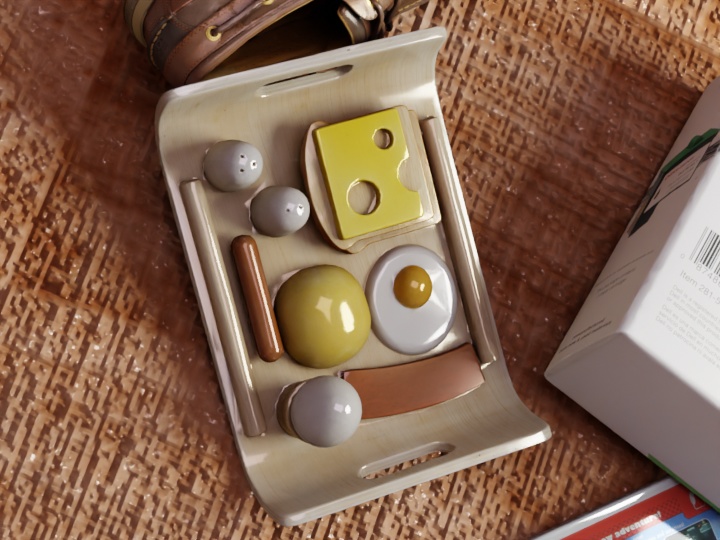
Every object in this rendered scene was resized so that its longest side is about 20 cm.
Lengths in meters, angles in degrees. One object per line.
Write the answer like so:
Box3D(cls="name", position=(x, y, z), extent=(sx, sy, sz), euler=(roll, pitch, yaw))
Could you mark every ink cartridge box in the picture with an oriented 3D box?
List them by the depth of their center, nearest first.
Box3D(cls="ink cartridge box", position=(0.204, 0.006, 0.941), extent=(0.146, 0.084, 0.201), euler=(38, 62, -8))

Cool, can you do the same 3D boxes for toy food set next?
Box3D(cls="toy food set", position=(0.000, 0.000, 0.881), extent=(0.143, 0.060, 0.202), euler=(-16, 95, -21))

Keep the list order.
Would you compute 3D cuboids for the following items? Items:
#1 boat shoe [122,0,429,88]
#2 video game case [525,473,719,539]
Box3D(cls="boat shoe", position=(-0.009, -0.129, 0.907), extent=(0.199, 0.072, 0.068), euler=(-20, 60, -16))
Box3D(cls="video game case", position=(0.146, 0.210, 0.919), extent=(0.142, 0.017, 0.201), euler=(-20, 85, -22))
